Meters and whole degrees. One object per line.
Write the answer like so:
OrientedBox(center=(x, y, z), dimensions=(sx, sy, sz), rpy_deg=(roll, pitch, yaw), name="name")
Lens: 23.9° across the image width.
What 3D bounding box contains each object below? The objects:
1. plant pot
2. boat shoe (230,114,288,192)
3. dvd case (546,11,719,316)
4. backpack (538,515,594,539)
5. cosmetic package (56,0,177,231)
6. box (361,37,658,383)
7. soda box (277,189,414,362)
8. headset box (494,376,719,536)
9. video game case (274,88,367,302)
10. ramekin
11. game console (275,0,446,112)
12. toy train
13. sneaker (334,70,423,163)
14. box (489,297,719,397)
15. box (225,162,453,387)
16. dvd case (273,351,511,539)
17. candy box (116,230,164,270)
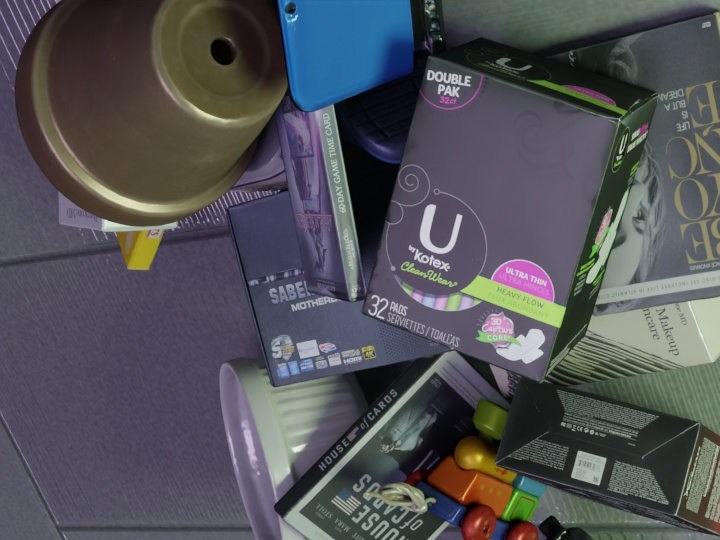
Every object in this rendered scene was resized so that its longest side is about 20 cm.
OrientedBox(center=(-0.138, -0.143, 1.287), dimensions=(0.200, 0.200, 0.174), rpy_deg=(57, 150, -11), name="plant pot")
OrientedBox(center=(-0.096, -0.093, 1.459), dimensions=(0.070, 0.071, 0.200), rpy_deg=(25, 162, -34), name="boat shoe")
OrientedBox(center=(0.216, -0.074, 1.248), dimensions=(0.148, 0.016, 0.201), rpy_deg=(-11, 92, 38), name="dvd case")
OrientedBox(center=(0.206, 0.348, 1.481), dimensions=(0.190, 0.200, 0.154), rpy_deg=(22, 161, 11), name="backpack")
OrientedBox(center=(-0.205, -0.136, 1.430), dimensions=(0.101, 0.071, 0.201), rpy_deg=(8, 100, 58), name="cosmetic package")
OrientedBox(center=(0.108, -0.048, 1.228), dimensions=(0.148, 0.124, 0.201), rpy_deg=(21, 110, 16), name="box")
OrientedBox(center=(0.000, 0.005, 1.464), dimensions=(0.200, 0.064, 0.069), rpy_deg=(29, 131, 16), name="soda box")
OrientedBox(center=(0.214, 0.152, 1.352), dimensions=(0.148, 0.200, 0.077), rpy_deg=(14, 84, 27), name="headset box")
OrientedBox(center=(-0.036, -0.079, 1.294), dimensions=(0.143, 0.019, 0.201), rpy_deg=(-171, 71, -76), name="video game case")
OrientedBox(center=(-0.050, 0.166, 1.527), dimensions=(0.200, 0.105, 0.201), rpy_deg=(167, 90, -76), name="ramekin")
OrientedBox(center=(-0.006, -0.240, 1.206), dimensions=(0.118, 0.171, 0.201), rpy_deg=(-7, 121, 0), name="game console")
OrientedBox(center=(0.089, 0.155, 1.383), dimensions=(0.085, 0.116, 0.200), rpy_deg=(27, 179, 40), name="toy train")
OrientedBox(center=(0.000, -0.133, 1.327), dimensions=(0.200, 0.074, 0.082), rpy_deg=(-125, 25, -46), name="sneaker")
OrientedBox(center=(0.193, 0.040, 1.350), dimensions=(0.200, 0.068, 0.082), rpy_deg=(-15, 104, 40), name="box")
OrientedBox(center=(0.000, 0.000, 1.386), dimensions=(0.200, 0.051, 0.158), rpy_deg=(-13, 92, 27), name="box")
OrientedBox(center=(0.041, 0.167, 1.444), dimensions=(0.150, 0.200, 0.025), rpy_deg=(44, 180, -40), name="dvd case")
OrientedBox(center=(-0.178, -0.106, 1.486), dimensions=(0.200, 0.026, 0.102), rpy_deg=(-64, 38, 38), name="candy box")
